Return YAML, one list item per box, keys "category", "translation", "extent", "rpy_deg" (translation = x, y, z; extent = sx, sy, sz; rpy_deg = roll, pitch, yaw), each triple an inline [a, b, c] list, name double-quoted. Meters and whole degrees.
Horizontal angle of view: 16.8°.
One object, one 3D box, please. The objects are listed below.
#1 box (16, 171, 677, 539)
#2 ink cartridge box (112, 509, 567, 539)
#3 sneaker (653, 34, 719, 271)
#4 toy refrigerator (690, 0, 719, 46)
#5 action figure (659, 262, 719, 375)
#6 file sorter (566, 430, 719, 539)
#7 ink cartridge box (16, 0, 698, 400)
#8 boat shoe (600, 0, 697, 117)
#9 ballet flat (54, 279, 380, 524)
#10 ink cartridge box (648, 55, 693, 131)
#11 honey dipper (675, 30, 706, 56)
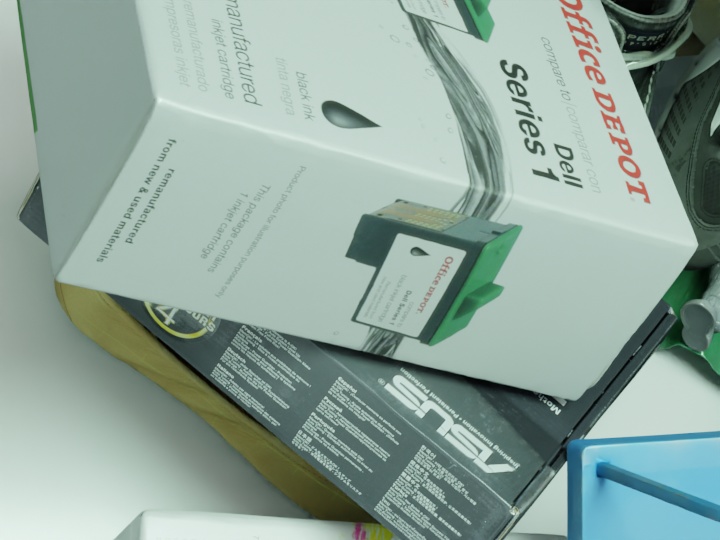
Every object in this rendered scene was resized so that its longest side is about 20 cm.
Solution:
- category: "box"
  translation: [0.000, 0.000, 0.872]
  extent: [0.200, 0.049, 0.161]
  rpy_deg: [40, 37, 6]
- category: "ink cartridge box"
  translation: [0.012, 0.152, 0.867]
  extent: [0.200, 0.068, 0.115]
  rpy_deg: [6, 71, -15]
- category: "sneaker"
  translation: [0.170, -0.076, 0.895]
  extent: [0.066, 0.091, 0.200]
  rpy_deg: [41, 106, -3]
- category: "toy refrigerator"
  translation: [0.133, -0.171, 0.971]
  extent: [0.200, 0.070, 0.076]
  rpy_deg: [49, 60, -6]
- category: "action figure"
  translation: [0.192, -0.040, 1.007]
  extent: [0.118, 0.055, 0.200]
  rpy_deg: [32, 60, -1]
- category: "file sorter"
  translation: [0.155, 0.158, 0.793]
  extent: [0.139, 0.123, 0.200]
  rpy_deg: [-2, 95, -20]
- category: "ink cartridge box"
  translation: [-0.004, -0.051, 0.813]
  extent: [0.200, 0.084, 0.146]
  rpy_deg: [13, 41, -27]
- category: "boat shoe"
  translation: [0.089, -0.102, 0.913]
  extent: [0.072, 0.071, 0.200]
  rpy_deg: [-15, 118, -27]
- category: "ballet flat"
  translation: [-0.024, 0.042, 0.900]
  extent: [0.200, 0.063, 0.069]
  rpy_deg: [31, 67, -5]
- category: "ink cartridge box"
  translation: [0.045, -0.143, 1.012]
  extent: [0.163, 0.057, 0.200]
  rpy_deg: [-13, 96, -22]
- category: "honey dipper"
  translation: [0.094, -0.087, 0.986]
  extent: [0.200, 0.038, 0.038]
  rpy_deg: [-5, 72, -26]
